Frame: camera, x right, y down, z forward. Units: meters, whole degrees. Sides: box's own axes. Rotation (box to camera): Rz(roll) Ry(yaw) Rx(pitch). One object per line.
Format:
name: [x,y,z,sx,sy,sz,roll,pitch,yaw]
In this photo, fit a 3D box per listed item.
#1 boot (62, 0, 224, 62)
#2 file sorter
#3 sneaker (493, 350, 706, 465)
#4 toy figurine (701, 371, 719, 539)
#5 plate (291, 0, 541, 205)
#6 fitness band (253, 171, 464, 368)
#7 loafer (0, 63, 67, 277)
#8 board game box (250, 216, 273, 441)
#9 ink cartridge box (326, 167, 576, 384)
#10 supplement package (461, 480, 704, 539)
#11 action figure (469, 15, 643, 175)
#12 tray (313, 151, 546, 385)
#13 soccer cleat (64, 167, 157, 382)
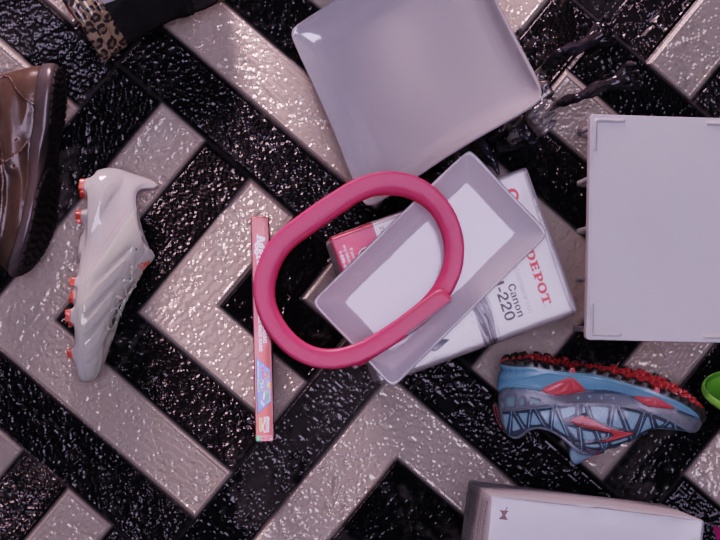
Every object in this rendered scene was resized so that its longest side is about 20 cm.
boot: [-0.226,-0.308,1.763,0.150,0.073,0.201,-32,95,-3]
file sorter: [0.268,-0.036,1.743,0.137,0.125,0.202,1,88,-3]
sneaker: [0.223,0.136,1.771,0.198,0.079,0.096,11,100,5]
toy figurine: [0.393,0.197,1.750,0.149,0.199,0.186,18,111,37]
plate: [0.053,-0.189,1.741,0.199,0.032,0.201,-31,68,20]
fitness band: [0.000,0.000,1.674,0.199,0.037,0.144,-34,86,-4]
loafer: [-0.320,-0.094,1.756,0.070,0.073,0.202,6,83,8]
board game box: [-0.090,0.054,1.736,0.019,0.103,0.202,-1,88,-2]
ink cartridge box: [0.084,0.005,1.756,0.199,0.085,0.147,-20,89,-5]
supplement package: [0.190,0.277,1.691,0.189,0.200,0.148,7,87,-2]
action figure: [0.155,-0.171,1.756,0.199,0.102,0.120,-24,76,-3]
tray: [0.063,-0.002,1.702,0.200,0.022,0.107,-44,88,-3]
soccer cleat: [-0.232,0.005,1.752,0.077,0.069,0.202,5,85,-5]
